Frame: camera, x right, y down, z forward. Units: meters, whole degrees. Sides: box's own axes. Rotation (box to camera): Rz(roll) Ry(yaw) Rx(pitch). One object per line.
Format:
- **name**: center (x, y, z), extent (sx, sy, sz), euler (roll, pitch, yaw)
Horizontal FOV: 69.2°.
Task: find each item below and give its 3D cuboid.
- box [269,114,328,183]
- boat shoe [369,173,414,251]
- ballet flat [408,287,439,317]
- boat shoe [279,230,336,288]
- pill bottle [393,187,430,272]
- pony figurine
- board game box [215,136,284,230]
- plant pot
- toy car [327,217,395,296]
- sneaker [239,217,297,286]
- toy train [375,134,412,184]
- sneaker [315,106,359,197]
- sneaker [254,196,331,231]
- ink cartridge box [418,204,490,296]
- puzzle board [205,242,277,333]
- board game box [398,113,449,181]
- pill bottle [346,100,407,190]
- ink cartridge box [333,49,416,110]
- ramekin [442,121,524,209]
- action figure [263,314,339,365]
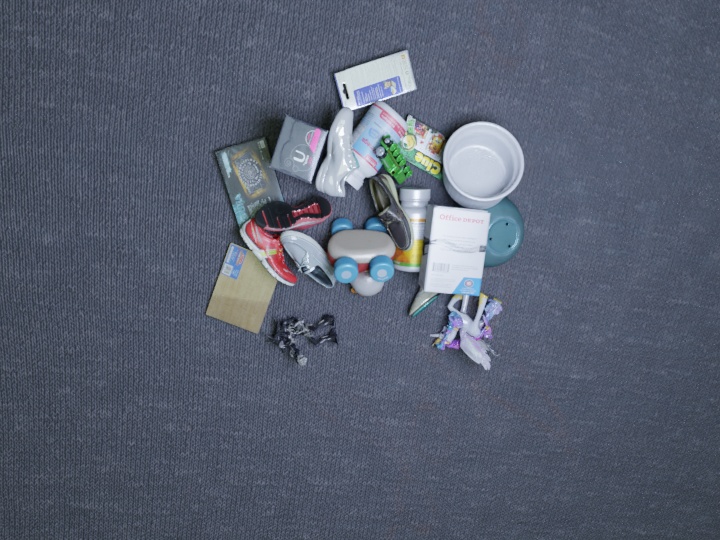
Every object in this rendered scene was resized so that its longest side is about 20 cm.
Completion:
- **box**: center (-0.141, -0.283, 1.232), extent (0.103, 0.200, 0.126), euler (19, 100, -8)
- **boat shoe**: center (0.069, -0.140, 1.286), extent (0.073, 0.064, 0.205), euler (-33, 75, 42)
- **ballet flat**: center (0.201, 0.047, 1.425), extent (0.198, 0.068, 0.063), euler (-37, 76, -2)
- **boat shoe**: center (-0.127, -0.024, 1.320), extent (0.069, 0.073, 0.200), euler (-22, 135, 34)
- **pill bottle**: center (0.136, -0.108, 1.349), extent (0.107, 0.111, 0.207), euler (0, 102, -7)
- **pony figurine**: center (0.302, 0.157, 1.422), extent (0.190, 0.166, 0.204), euler (30, 102, 20)
- **board game box**: center (-0.272, -0.218, 1.318), extent (0.131, 0.028, 0.206), euler (-16, 104, -3)
- **plant pot**: center (0.347, -0.100, 1.366), extent (0.193, 0.135, 0.207), euler (-1, 102, -6)
- **toy car**: center (0.000, 0.000, 1.351), extent (0.171, 0.187, 0.204), euler (-2, 131, -5)
- **sneaker**: center (-0.219, -0.048, 1.319), extent (0.084, 0.077, 0.201), euler (-39, 107, -1)
- **toy train**: center (0.081, -0.267, 1.279), extent (0.056, 0.200, 0.042), euler (-41, 68, 7)
- **sneaker**: center (-0.037, -0.274, 1.228), extent (0.086, 0.075, 0.206), euler (21, 104, 16)
- **sneaker**: center (-0.168, -0.125, 1.307), extent (0.194, 0.087, 0.076), euler (-10, 71, -21)
- **ink cartridge box**: center (0.226, -0.052, 1.274), extent (0.140, 0.084, 0.207), euler (5, 100, -6)
- **puzzle board**: center (-0.305, 0.048, 1.377), extent (0.147, 0.017, 0.205), euler (21, 98, -10)
- **board game box**: center (0.184, -0.310, 1.360), extent (0.196, 0.024, 0.107), euler (26, 100, -11)
- **pill bottle**: center (0.021, -0.306, 1.295), extent (0.108, 0.109, 0.202), euler (35, 96, -13)
- **ink cartridge box**: center (0.037, -0.469, 1.301), extent (0.194, 0.037, 0.097), euler (-19, 104, -5)
- **ramekin**: center (0.294, -0.252, 1.293), extent (0.193, 0.098, 0.207), euler (0, 76, 0)
- **action figure**: center (-0.157, 0.176, 1.380), extent (0.193, 0.103, 0.122), euler (-10, 115, -6)
